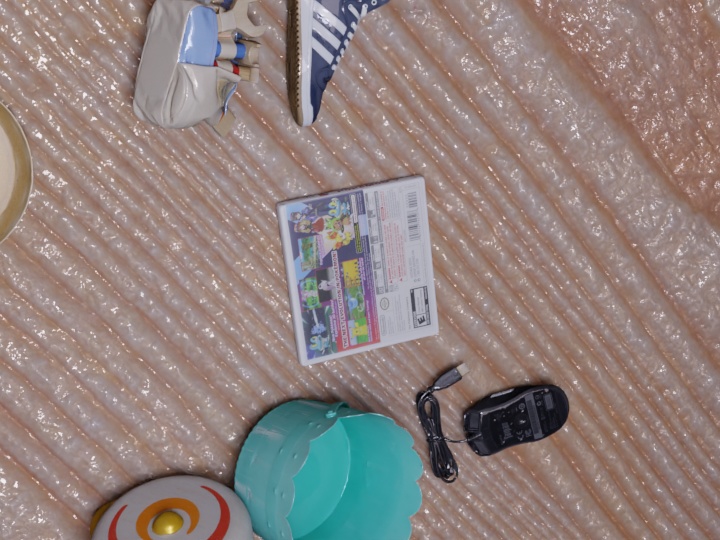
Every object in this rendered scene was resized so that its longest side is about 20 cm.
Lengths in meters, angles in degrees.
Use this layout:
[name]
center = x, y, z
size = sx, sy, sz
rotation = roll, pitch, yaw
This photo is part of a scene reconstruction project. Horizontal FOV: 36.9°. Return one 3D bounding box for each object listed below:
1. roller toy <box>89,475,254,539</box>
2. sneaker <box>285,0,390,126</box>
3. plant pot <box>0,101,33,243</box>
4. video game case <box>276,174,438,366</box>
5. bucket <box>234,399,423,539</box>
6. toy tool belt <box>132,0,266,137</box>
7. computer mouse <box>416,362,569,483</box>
[roller toy]
center = -0.208, 0.327, 1.217
size = 0.180, 0.200, 0.141
rotation = -12, 121, -12
[sneaker]
center = -0.024, -0.259, 1.183
size = 0.107, 0.070, 0.203
rotation = -2, 103, -16
[plant pot]
center = -0.440, -0.104, 1.109
size = 0.197, 0.027, 0.203
rotation = -5, 107, -17
[video game case]
center = 0.000, 0.000, 1.291
size = 0.180, 0.023, 0.203
rotation = -12, 110, -15
[bucket]
center = -0.039, 0.251, 1.259
size = 0.205, 0.134, 0.210
rotation = -8, 102, -37
[toy tool belt]
center = -0.159, -0.242, 1.131
size = 0.122, 0.124, 0.202
rotation = -2, 112, -51
[computer mouse]
center = 0.163, 0.172, 1.387
size = 0.198, 0.046, 0.142
rotation = -24, 107, -6
